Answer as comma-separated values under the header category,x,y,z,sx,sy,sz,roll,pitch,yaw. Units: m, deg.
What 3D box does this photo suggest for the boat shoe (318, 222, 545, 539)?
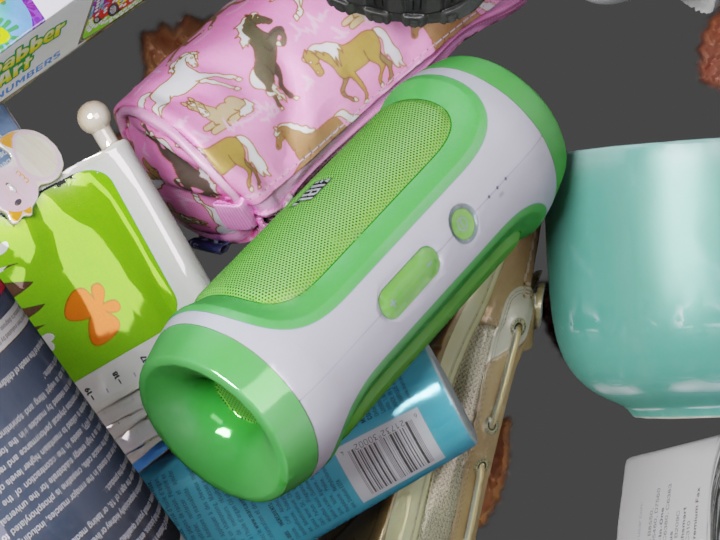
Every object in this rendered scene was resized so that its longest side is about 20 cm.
category,x,y,z,sx,sy,sz,roll,pitch,yaw
boat shoe,0.043,0.050,1.237,0.063,0.073,0.202,23,76,-28

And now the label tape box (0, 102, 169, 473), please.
category,x,y,z,sx,sy,sz,roll,pitch,yaw
label tape box,-0.177,0.019,1.144,0.144,0.063,0.201,-37,100,-24

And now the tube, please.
category,x,y,z,sx,sy,sz,roll,pitch,yaw
tube,-0.050,0.095,1.172,0.199,0.050,0.078,-27,90,2

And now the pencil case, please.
category,x,y,z,sx,sy,sz,roll,pitch,yaw
pencil case,-0.012,-0.096,1.224,0.200,0.083,0.087,-44,108,-23

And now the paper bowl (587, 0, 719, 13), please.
category,x,y,z,sx,sy,sz,roll,pitch,yaw
paper bowl,0.101,-0.196,1.228,0.104,0.201,0.201,-38,100,-1

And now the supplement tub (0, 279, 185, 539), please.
category,x,y,z,sx,sy,sz,roll,pitch,yaw
supplement tub,-0.144,0.101,1.016,0.140,0.140,0.201,-38,99,-24

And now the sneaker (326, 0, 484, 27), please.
category,x,y,z,sx,sy,sz,roll,pitch,yaw
sneaker,-0.036,-0.162,1.184,0.199,0.074,0.080,16,49,2

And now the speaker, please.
category,x,y,z,sx,sy,sz,roll,pitch,yaw
speaker,0.000,0.000,1.137,0.089,0.088,0.200,50,56,-10

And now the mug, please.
category,x,y,z,sx,sy,sz,roll,pitch,yaw
mug,0.167,0.004,1.231,0.184,0.151,0.115,-2,88,-43

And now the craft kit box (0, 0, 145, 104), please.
category,x,y,z,sx,sy,sz,roll,pitch,yaw
craft kit box,-0.204,-0.139,1.120,0.197,0.049,0.200,-38,72,-27

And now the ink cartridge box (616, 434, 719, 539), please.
category,x,y,z,sx,sy,sz,roll,pitch,yaw
ink cartridge box,0.218,0.118,1.235,0.145,0.200,0.085,11,76,-23

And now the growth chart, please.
category,x,y,z,sx,sy,sz,roll,pitch,yaw
growth chart,-0.138,0.038,1.116,0.200,0.018,0.145,-43,102,-24
